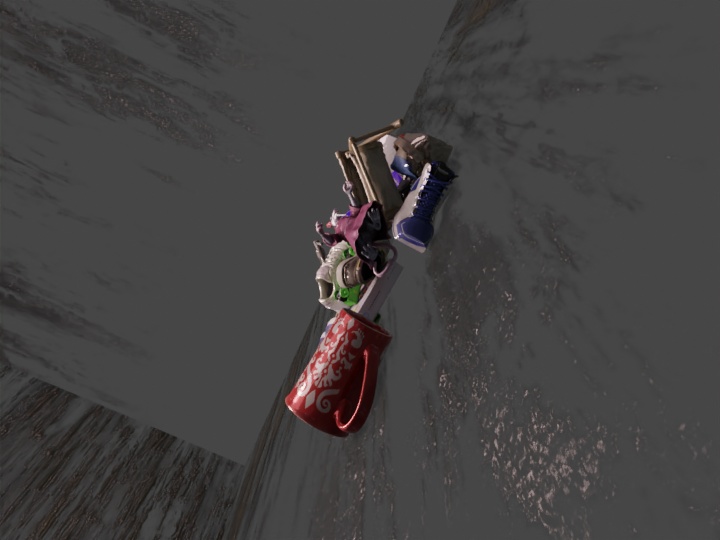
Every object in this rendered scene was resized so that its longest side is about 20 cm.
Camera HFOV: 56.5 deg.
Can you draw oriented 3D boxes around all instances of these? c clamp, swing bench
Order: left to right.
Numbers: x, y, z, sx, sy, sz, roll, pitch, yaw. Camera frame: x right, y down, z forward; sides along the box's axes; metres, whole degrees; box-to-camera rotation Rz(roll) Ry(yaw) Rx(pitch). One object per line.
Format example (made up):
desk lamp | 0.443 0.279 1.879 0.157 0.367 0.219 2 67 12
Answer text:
c clamp | -0.086 0.008 1.763 0.027 0.202 0.171 -23 15 -6
swing bench | 0.039 -0.191 1.454 0.129 0.201 0.200 -23 2 -18

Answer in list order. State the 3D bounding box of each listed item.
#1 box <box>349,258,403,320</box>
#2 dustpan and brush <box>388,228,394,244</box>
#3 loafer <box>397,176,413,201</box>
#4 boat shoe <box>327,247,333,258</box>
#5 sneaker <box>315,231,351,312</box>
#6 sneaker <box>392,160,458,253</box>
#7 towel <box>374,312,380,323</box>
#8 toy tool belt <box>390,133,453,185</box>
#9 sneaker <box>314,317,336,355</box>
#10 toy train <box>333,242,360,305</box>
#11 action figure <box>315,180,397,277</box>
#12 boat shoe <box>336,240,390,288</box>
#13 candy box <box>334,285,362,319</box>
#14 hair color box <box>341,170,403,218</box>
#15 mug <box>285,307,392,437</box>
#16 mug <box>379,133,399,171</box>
box | 0.014 0.072 1.490 0.157 0.041 0.200 -58 6 -22
dustpan and brush | 0.049 -0.069 1.806 0.140 0.057 0.202 -104 38 -81
loafer | 0.118 -0.186 1.632 0.202 0.068 0.070 -63 -4 -17
boat shoe | -0.045 -0.044 1.746 0.075 0.073 0.200 -66 10 -26
sneaker | -0.050 -0.009 1.520 0.074 0.099 0.202 -4 75 40
sneaker | 0.126 -0.143 1.274 0.115 0.080 0.201 117 175 -51
towel | -0.009 0.167 1.527 0.200 0.030 0.151 140 153 -77
toy tool belt | 0.118 -0.243 1.517 0.124 0.124 0.200 -70 23 4
sneaker | -0.070 0.217 1.718 0.200 0.080 0.148 130 155 -60
toy train | -0.013 -0.017 1.489 0.042 0.056 0.202 -24 48 56
action figure | -0.005 -0.088 1.379 0.134 0.149 0.200 -50 24 -11
boat shoe | 0.021 -0.020 1.442 0.202 0.060 0.073 -42 -56 -52
candy box | -0.010 0.074 1.785 0.201 0.056 0.117 -58 9 39
hair color box | 0.042 -0.164 1.741 0.200 0.065 0.109 -42 -11 6
mug | -0.017 0.191 1.215 0.201 0.177 0.133 -62 -31 3
mug | 0.101 -0.286 1.914 0.200 0.146 0.177 39 113 53
